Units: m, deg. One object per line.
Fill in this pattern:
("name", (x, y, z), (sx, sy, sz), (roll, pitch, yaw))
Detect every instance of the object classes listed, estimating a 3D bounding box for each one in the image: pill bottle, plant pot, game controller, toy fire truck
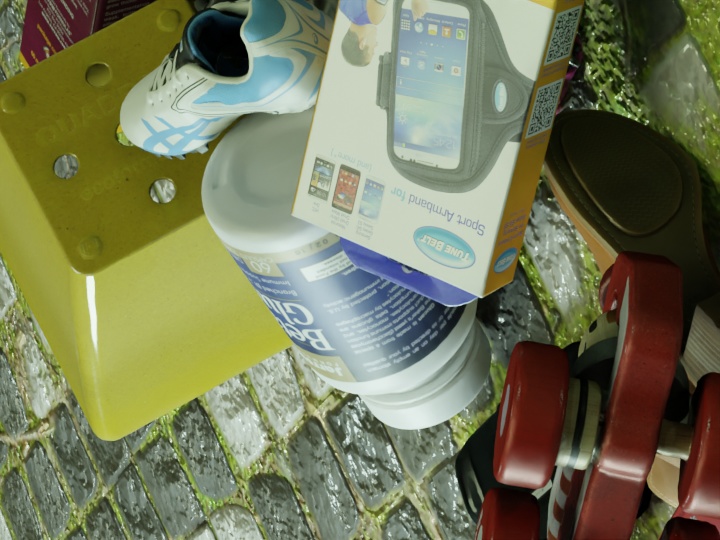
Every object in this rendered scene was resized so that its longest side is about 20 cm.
("pill bottle", (0.000, 0.000, 1.683), (0.111, 0.111, 0.200), (39, 167, 46))
("plant pot", (-0.125, -0.048, 1.787), (0.200, 0.199, 0.176), (60, 175, 19))
("game controller", (0.108, 0.116, 1.707), (0.200, 0.042, 0.105), (131, 131, -59))
("toy fire truck", (0.116, 0.078, 1.405), (0.168, 0.112, 0.201), (-85, 4, -59))

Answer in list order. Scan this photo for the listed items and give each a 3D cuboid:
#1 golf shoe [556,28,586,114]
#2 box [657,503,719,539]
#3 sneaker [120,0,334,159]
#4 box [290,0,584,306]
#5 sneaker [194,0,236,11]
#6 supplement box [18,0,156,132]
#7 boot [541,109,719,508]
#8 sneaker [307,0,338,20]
("golf shoe", (0.060, -0.179, 1.556), (0.092, 0.072, 0.201), (29, 132, 55))
("box", (0.215, 0.140, 1.444), (0.103, 0.094, 0.200), (57, 150, 27))
("sneaker", (-0.080, -0.112, 1.619), (0.072, 0.072, 0.200), (36, 154, -23))
("box", (0.037, -0.079, 1.511), (0.119, 0.041, 0.201), (23, 112, 23))
("sneaker", (-0.050, -0.151, 1.747), (0.070, 0.099, 0.201), (31, 133, 55))
("supplement box", (-0.142, -0.186, 1.888), (0.086, 0.110, 0.200), (56, 149, 29))
("boot", (0.145, 0.027, 1.533), (0.200, 0.073, 0.155), (55, 154, 33))
("sneaker", (-0.038, -0.190, 1.647), (0.088, 0.075, 0.201), (-107, 0, -56))
